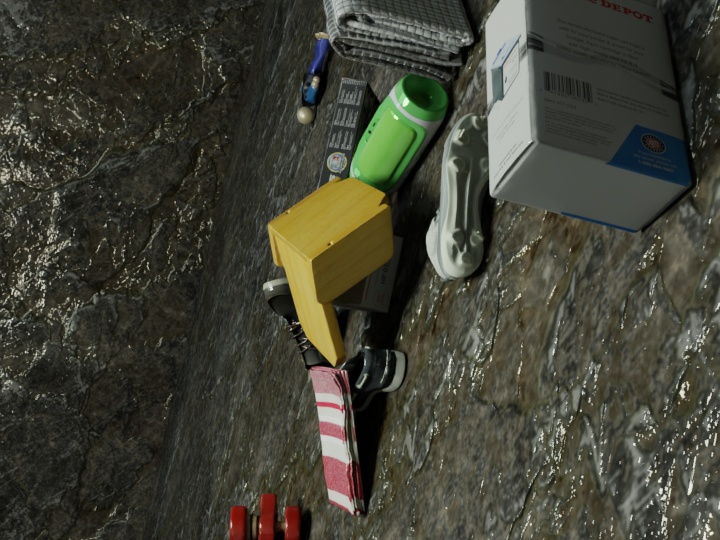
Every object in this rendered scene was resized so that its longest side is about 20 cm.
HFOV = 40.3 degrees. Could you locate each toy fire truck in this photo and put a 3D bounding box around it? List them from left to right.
[{"bbox_3d":[-0.149,0.468,1.552,0.200,0.112,0.168,-93,5,-46],"label":"toy fire truck"}]

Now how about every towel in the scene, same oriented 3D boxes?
[{"bbox_3d":[-0.036,0.236,1.377,0.144,0.023,0.201,167,95,-72],"label":"towel"},{"bbox_3d":[0.048,-0.351,1.373,0.166,0.199,0.086,-97,22,-48],"label":"towel"}]

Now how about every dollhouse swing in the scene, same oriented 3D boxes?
[{"bbox_3d":[-0.022,0.000,1.381,0.182,0.176,0.200,-35,25,-10],"label":"dollhouse swing"}]

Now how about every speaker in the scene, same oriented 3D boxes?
[{"bbox_3d":[0.053,-0.191,1.425,0.200,0.088,0.089,124,154,-48],"label":"speaker"}]

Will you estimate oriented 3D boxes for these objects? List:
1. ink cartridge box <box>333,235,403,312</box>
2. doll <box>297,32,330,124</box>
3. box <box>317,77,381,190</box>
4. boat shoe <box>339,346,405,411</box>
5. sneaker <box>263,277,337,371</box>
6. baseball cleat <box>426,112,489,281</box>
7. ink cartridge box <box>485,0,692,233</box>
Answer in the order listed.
[{"bbox_3d":[0.000,0.000,1.458,0.200,0.068,0.116,2,79,67],"label":"ink cartridge box"},{"bbox_3d":[-0.103,-0.423,2.170,0.136,0.048,0.201,-142,67,-73],"label":"doll"},{"bbox_3d":[-0.012,-0.186,1.572,0.160,0.044,0.201,32,-112,-74],"label":"box"},{"bbox_3d":[-0.001,0.147,1.375,0.200,0.060,0.076,133,146,-58],"label":"boat shoe"},{"bbox_3d":[-0.088,0.088,1.564,0.075,0.200,0.107,-14,62,22],"label":"sneaker"},{"bbox_3d":[0.112,-0.087,1.179,0.106,0.070,0.201,152,130,-68],"label":"baseball cleat"},{"bbox_3d":[0.190,-0.149,0.844,0.086,0.146,0.201,124,154,-53],"label":"ink cartridge box"}]
